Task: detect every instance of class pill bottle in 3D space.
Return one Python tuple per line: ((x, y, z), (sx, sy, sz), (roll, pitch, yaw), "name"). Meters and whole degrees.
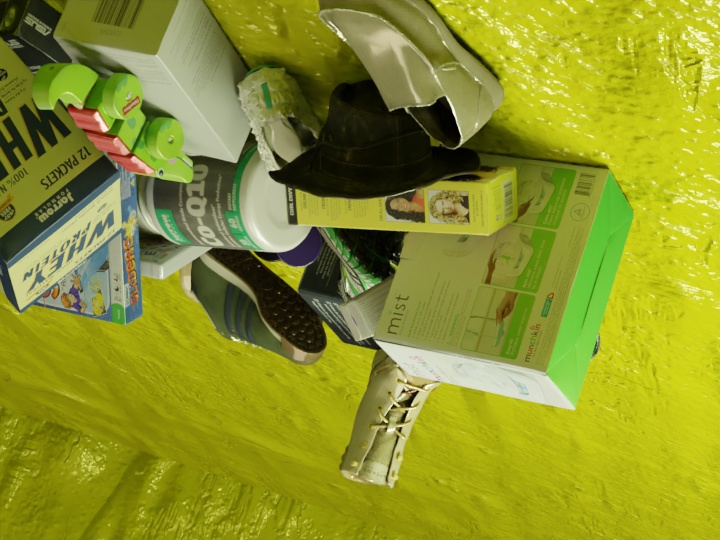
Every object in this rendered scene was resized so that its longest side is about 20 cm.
((-0.150, -0.080, 1.632), (0.199, 0.114, 0.113), (4, 156, 40), "pill bottle")

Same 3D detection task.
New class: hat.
((0.007, -0.121, 1.362), (0.199, 0.082, 0.201), (-6, -163, 2), "hat")

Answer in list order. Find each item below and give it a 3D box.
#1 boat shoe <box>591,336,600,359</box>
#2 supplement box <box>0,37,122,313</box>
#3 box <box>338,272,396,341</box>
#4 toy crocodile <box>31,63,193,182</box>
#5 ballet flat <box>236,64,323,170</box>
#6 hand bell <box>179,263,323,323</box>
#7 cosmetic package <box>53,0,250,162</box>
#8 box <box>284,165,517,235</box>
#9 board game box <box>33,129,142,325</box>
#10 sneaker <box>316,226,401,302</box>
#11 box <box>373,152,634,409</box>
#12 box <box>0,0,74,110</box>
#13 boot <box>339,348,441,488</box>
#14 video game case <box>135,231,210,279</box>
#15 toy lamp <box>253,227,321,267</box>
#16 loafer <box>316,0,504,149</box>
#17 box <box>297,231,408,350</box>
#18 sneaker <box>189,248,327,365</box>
((0.220, 0.049, 1.670), (0.091, 0.071, 0.200), (8, 157, 45), "boat shoe")
((-0.340, -0.095, 1.492), (0.200, 0.134, 0.200), (48, 164, 6), "supplement box")
((0.070, 0.004, 1.529), (0.042, 0.199, 0.039), (61, 153, -4), "box")
((-0.213, -0.126, 1.388), (0.067, 0.062, 0.200), (12, 161, 30), "toy crocodile")
((-0.066, -0.116, 1.484), (0.071, 0.072, 0.200), (12, 160, 23), "ballet flat")
((-0.113, 0.027, 1.825), (0.200, 0.104, 0.104), (29, 173, 43), "hand bell")
((-0.177, -0.183, 1.418), (0.112, 0.082, 0.200), (14, 162, 21), "cosmetic package")
((0.035, -0.066, 1.403), (0.199, 0.051, 0.075), (3, -165, 26), "box")
((-0.295, -0.052, 1.642), (0.134, 0.202, 0.034), (10, -157, 25), "board game box")
((0.000, 0.000, 1.570), (0.085, 0.078, 0.201), (-13, 121, 36), "sneaker")
((0.130, 0.004, 1.430), (0.175, 0.201, 0.097), (9, 159, 30), "box")
((-0.330, -0.205, 1.578), (0.199, 0.044, 0.160), (2, 155, 45), "box")
((0.039, 0.152, 1.683), (0.072, 0.156, 0.200), (24, 162, -13), "boot")
((-0.242, -0.050, 1.755), (0.181, 0.200, 0.023), (12, 116, 24), "video game case")
((-0.087, -0.033, 1.739), (0.058, 0.059, 0.200), (24, 180, -13), "toy lamp")
((0.039, -0.164, 1.252), (0.200, 0.069, 0.075), (33, 158, -34), "loafer")
((0.057, 0.024, 1.723), (0.199, 0.108, 0.149), (12, 160, 26), "box")
((-0.120, 0.050, 1.763), (0.200, 0.067, 0.090), (44, 132, 21), "sneaker")
